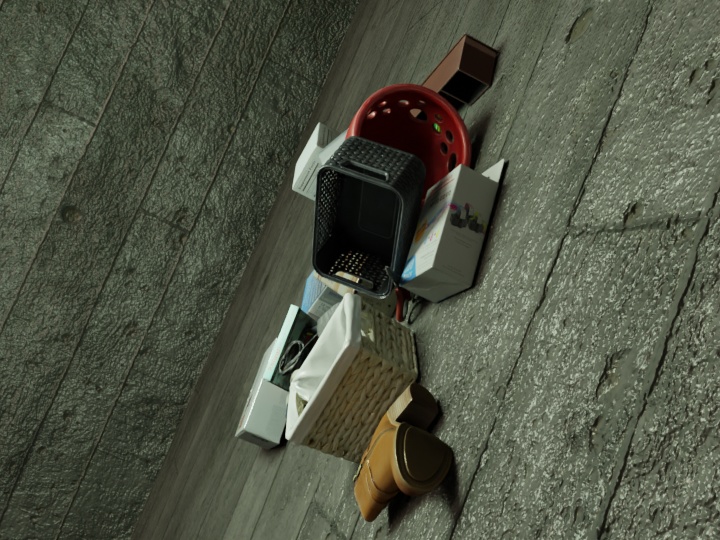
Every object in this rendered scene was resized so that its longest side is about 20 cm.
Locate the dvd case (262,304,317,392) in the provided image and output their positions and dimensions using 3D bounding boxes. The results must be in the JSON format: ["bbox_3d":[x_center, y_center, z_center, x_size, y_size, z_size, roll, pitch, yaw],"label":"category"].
[{"bbox_3d":[-0.121,0.161,1.529,0.148,0.022,0.200,-69,-21,-12],"label":"dvd case"}]

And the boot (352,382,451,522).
[{"bbox_3d":[0.040,0.246,0.951,0.156,0.073,0.200,-59,4,20],"label":"boot"}]

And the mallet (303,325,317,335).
[{"bbox_3d":[-0.053,0.092,1.411,0.198,0.065,0.042,-12,54,48],"label":"mallet"}]

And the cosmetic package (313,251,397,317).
[{"bbox_3d":[0.000,0.000,1.374,0.105,0.086,0.199,-67,24,1],"label":"cosmetic package"}]

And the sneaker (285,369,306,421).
[{"bbox_3d":[-0.093,0.239,1.406,0.201,0.073,0.086,107,162,-60],"label":"sneaker"}]

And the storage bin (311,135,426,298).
[{"bbox_3d":[0.010,-0.076,1.162,0.094,0.133,0.203,-54,-22,-45],"label":"storage bin"}]

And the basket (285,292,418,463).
[{"bbox_3d":[-0.013,0.162,1.159,0.202,0.122,0.136,-58,16,25],"label":"basket"}]

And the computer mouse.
[{"bbox_3d":[-0.071,0.119,1.339,0.199,0.034,0.059,-41,47,31],"label":"computer mouse"}]

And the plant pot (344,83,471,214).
[{"bbox_3d":[0.062,-0.177,1.297,0.182,0.197,0.204,140,152,-74],"label":"plant pot"}]

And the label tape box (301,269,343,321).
[{"bbox_3d":[-0.052,0.018,1.638,0.201,0.065,0.145,-51,21,38],"label":"label tape box"}]

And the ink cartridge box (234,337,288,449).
[{"bbox_3d":[-0.190,0.266,1.680,0.176,0.082,0.203,134,157,-67],"label":"ink cartridge box"}]

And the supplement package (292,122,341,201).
[{"bbox_3d":[-0.025,-0.187,1.590,0.110,0.197,0.115,-56,17,29],"label":"supplement package"}]

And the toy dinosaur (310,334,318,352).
[{"bbox_3d":[-0.084,0.179,1.504,0.200,0.059,0.108,-23,46,69],"label":"toy dinosaur"}]

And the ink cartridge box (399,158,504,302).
[{"bbox_3d":[0.130,-0.068,1.123,0.115,0.067,0.203,-34,35,65],"label":"ink cartridge box"}]

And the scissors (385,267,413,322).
[{"bbox_3d":[0.057,0.012,1.158,0.201,0.014,0.074,68,-142,-62],"label":"scissors"}]

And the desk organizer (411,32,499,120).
[{"bbox_3d":[0.159,-0.322,1.411,0.200,0.071,0.078,-40,31,59],"label":"desk organizer"}]

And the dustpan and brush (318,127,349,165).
[{"bbox_3d":[0.015,-0.159,1.464,0.139,0.057,0.203,-30,80,41],"label":"dustpan and brush"}]

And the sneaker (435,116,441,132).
[{"bbox_3d":[0.086,-0.200,1.450,0.201,0.082,0.075,-55,18,34],"label":"sneaker"}]
